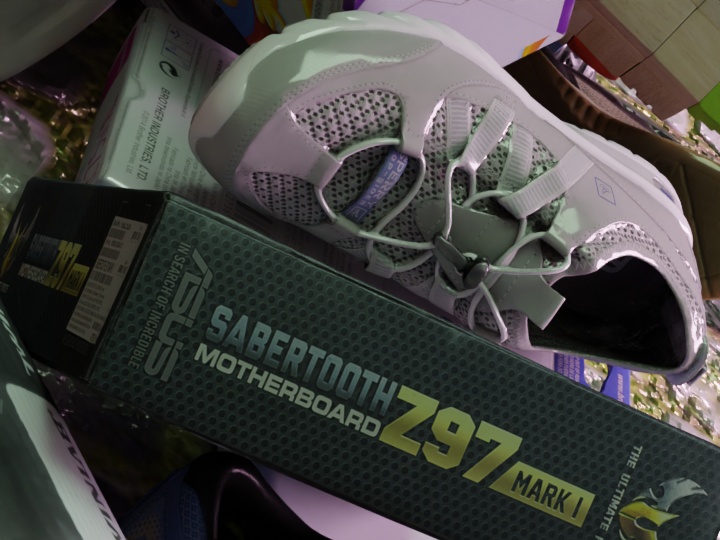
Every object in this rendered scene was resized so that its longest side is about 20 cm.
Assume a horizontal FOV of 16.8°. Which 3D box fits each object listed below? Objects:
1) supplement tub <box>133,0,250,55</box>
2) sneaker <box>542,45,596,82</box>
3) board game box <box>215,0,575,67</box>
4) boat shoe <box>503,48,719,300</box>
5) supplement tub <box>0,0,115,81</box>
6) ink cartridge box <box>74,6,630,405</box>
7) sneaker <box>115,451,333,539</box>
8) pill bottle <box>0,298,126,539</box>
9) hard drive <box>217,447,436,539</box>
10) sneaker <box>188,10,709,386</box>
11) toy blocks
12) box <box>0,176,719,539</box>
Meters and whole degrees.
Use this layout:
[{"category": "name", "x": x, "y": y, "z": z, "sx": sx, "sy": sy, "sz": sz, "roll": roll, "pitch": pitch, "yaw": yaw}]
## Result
[{"category": "supplement tub", "x": -0.023, "y": -0.107, "z": 0.925, "sx": 0.107, "sy": 0.107, "sz": 0.200, "roll": -5, "pitch": 49, "yaw": -52}, {"category": "sneaker", "x": 0.030, "y": -0.147, "z": 1.090, "sx": 0.200, "sy": 0.076, "sz": 0.091, "roll": 44, "pitch": 18, "yaw": 2}, {"category": "board game box", "x": -0.019, "y": -0.160, "z": 0.835, "sx": 0.104, "sy": 0.103, "sz": 0.200, "roll": -27, "pitch": 64, "yaw": -22}, {"category": "boat shoe", "x": 0.075, "y": -0.050, "z": 1.007, "sx": 0.200, "sy": 0.072, "sz": 0.066, "roll": 29, "pitch": 0, "yaw": 4}, {"category": "supplement tub", "x": -0.162, "y": -0.170, "z": 0.794, "sx": 0.200, "sy": 0.145, "sz": 0.145, "roll": 53, "pitch": 31, "yaw": 13}, {"category": "ink cartridge box", "x": 0.000, "y": 0.000, "z": 0.809, "sx": 0.199, "sy": 0.042, "sz": 0.120, "roll": 28, "pitch": 30, "yaw": -13}, {"category": "sneaker", "x": 0.010, "y": 0.126, "z": 0.636, "sx": 0.200, "sy": 0.089, "sz": 0.079, "roll": 40, "pitch": 29, "yaw": 5}, {"category": "pill bottle", "x": -0.134, "y": 0.031, "z": 0.592, "sx": 0.106, "sy": 0.106, "sz": 0.201, "roll": 6, "pitch": 42, "yaw": -45}, {"category": "hard drive", "x": 0.014, "y": 0.068, "z": 0.796, "sx": 0.131, "sy": 0.027, "sz": 0.201, "roll": 28, "pitch": 29, "yaw": -18}, {"category": "sneaker", "x": 0.039, "y": -0.019, "z": 0.761, "sx": 0.199, "sy": 0.075, "sz": 0.082, "roll": 17, "pitch": 32, "yaw": -33}, {"category": "toy blocks", "x": 0.086, "y": -0.130, "z": 0.974, "sx": 0.200, "sy": 0.100, "sz": 0.137, "roll": 44, "pitch": -4, "yaw": -1}, {"category": "box", "x": -0.011, "y": 0.029, "z": 0.642, "sx": 0.157, "sy": 0.051, "sz": 0.200, "roll": 25, "pitch": -3, "yaw": -16}]
